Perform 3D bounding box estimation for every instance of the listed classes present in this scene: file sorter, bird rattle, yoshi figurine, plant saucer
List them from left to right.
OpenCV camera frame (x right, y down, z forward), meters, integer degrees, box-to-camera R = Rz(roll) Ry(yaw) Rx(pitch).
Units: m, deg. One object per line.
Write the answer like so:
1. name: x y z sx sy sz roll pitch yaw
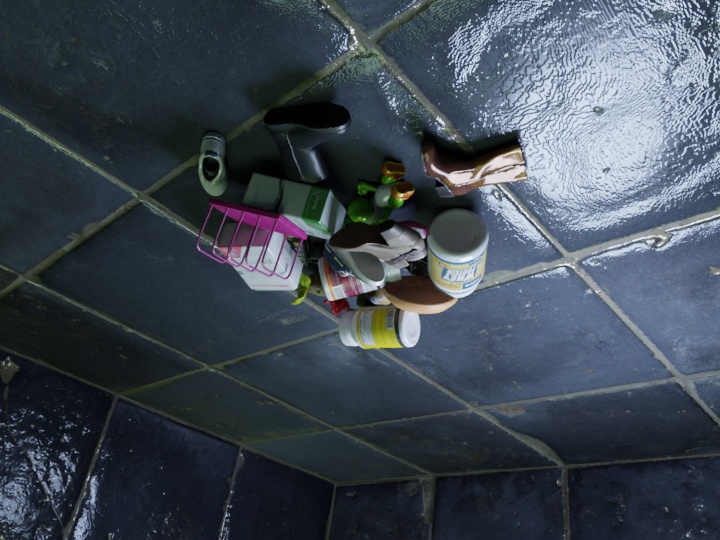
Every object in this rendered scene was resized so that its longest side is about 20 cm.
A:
1. file sorter: -0.253 -0.067 1.415 0.198 0.127 0.139 15 170 25
2. bird rattle: -0.095 0.042 1.721 0.198 0.163 0.114 6 109 18
3. yoshi figurine: 0.034 -0.159 1.408 0.111 0.113 0.200 32 147 -7
4. plant saucer: 0.154 0.064 1.599 0.197 0.200 0.038 6 111 6

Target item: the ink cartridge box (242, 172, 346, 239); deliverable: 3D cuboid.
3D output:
1. ink cartridge box: -0.149 -0.145 1.416 0.198 0.084 0.147 15 170 16

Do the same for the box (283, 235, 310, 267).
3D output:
1. box: -0.217 -0.089 1.629 0.159 0.050 0.201 10 149 7

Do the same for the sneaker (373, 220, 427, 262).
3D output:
1. sneaker: 0.073 -0.068 1.477 0.198 0.089 0.081 -7 -174 34

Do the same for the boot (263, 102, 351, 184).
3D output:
1. boot: -0.092 -0.261 1.292 0.198 0.077 0.169 4 145 22

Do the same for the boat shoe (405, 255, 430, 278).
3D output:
1. boat shoe: 0.162 -0.012 1.637 0.198 0.061 0.074 13 153 -5

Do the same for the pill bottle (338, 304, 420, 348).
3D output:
1. pill bottle: 0.049 0.149 1.641 0.198 0.115 0.114 -6 146 30

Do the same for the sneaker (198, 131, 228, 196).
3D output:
1. sneaker: -0.347 -0.228 1.420 0.072 0.071 0.201 11 148 -3

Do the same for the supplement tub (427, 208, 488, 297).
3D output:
1. supplement tub: 0.234 -0.037 1.498 0.143 0.146 0.201 3 148 10

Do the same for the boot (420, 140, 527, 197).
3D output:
1. boot: 0.235 -0.223 1.276 0.198 0.069 0.189 -9 143 26

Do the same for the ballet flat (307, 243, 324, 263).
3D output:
1. ballet flat: -0.053 0.000 1.671 0.199 0.057 0.067 31 160 0

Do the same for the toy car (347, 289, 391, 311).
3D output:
1. toy car: 0.048 0.074 1.740 0.163 0.158 0.202 16 136 22

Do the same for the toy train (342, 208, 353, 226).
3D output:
1. toy train: -0.033 -0.092 1.587 0.056 0.042 0.201 13 150 15

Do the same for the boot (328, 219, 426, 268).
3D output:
1. boot: 0.047 -0.051 1.395 0.198 0.071 0.146 -10 147 31

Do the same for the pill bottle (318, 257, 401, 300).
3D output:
1. pill bottle: 0.000 0.000 1.578 0.198 0.115 0.115 -14 145 4

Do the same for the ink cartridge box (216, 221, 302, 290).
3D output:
1. ink cartridge box: -0.256 -0.036 1.601 0.145 0.084 0.201 -1 146 21

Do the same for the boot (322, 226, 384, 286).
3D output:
1. boot: -0.018 -0.015 1.474 0.072 0.200 0.091 -18 144 -33
